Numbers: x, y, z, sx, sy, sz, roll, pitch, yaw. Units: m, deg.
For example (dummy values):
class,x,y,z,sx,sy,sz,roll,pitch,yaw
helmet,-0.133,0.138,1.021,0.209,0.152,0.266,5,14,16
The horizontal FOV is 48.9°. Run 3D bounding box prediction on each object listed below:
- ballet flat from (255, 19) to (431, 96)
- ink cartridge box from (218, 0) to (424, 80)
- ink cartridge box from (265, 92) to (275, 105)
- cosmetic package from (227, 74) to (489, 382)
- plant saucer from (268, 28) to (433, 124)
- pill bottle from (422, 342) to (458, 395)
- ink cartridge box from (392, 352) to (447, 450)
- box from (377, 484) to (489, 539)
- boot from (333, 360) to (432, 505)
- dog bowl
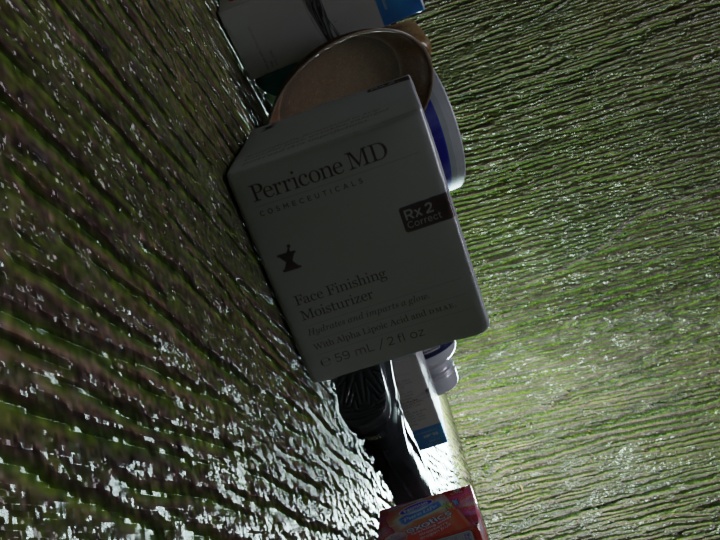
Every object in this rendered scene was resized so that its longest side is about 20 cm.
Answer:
class,x,y,z,sx,sy,sz,roll,pitch,yaw
ballet flat,-0.021,-0.247,0.896,0.068,0.199,0.073,69,13,-60
ink cartridge box,-0.046,-0.303,0.852,0.147,0.199,0.086,-101,169,-51
ink cartridge box,-0.035,-0.172,0.989,0.200,0.048,0.146,49,14,-25
cosmetic package,0.002,-0.042,0.704,0.165,0.164,0.201,-92,162,-67
plant saucer,-0.015,-0.180,0.851,0.037,0.200,0.201,56,-3,32
pill bottle,0.086,0.098,1.269,0.120,0.119,0.201,-86,158,-74
ink cartridge box,0.064,0.151,1.158,0.116,0.066,0.201,-94,165,-64
box,0.093,0.326,0.765,0.095,0.102,0.201,-65,136,-81
boot,0.026,0.142,0.843,0.200,0.065,0.165,61,21,-47
dog bowl,0.064,-0.192,1.060,0.200,0.079,0.201,157,-90,-85
